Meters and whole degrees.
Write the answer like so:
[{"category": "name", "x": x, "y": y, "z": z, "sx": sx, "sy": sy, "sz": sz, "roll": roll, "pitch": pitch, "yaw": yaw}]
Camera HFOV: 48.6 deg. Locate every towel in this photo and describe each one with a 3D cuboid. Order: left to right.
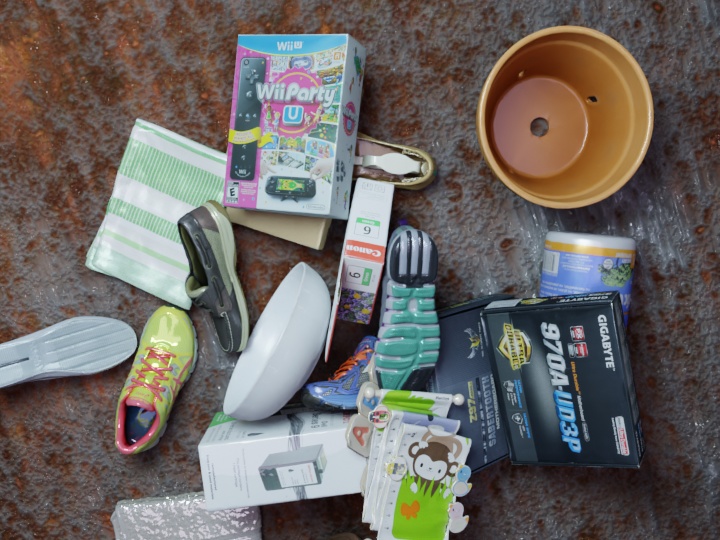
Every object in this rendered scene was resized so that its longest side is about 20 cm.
[{"category": "towel", "x": -0.252, "y": -0.072, "z": 1.008, "sx": 0.151, "sy": 0.023, "sz": 0.202, "roll": 22, "pitch": 96, "yaw": 6}, {"category": "towel", "x": -0.225, "y": 0.360, "z": 1.056, "sx": 0.197, "sy": 0.034, "sz": 0.134, "roll": -8, "pitch": 96, "yaw": 0}]

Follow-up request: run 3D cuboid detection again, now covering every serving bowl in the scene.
[{"category": "serving bowl", "x": -0.089, "y": 0.093, "z": 0.954, "sx": 0.065, "sy": 0.200, "sz": 0.202, "roll": 29, "pitch": 95, "yaw": -12}]

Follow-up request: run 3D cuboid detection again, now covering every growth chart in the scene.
[{"category": "growth chart", "x": 0.066, "y": 0.231, "z": 0.910, "sx": 0.143, "sy": 0.018, "sz": 0.203, "roll": 1, "pitch": 93, "yaw": -20}]

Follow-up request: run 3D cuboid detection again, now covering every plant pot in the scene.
[{"category": "plant pot", "x": 0.230, "y": -0.176, "z": 0.958, "sx": 0.197, "sy": 0.140, "sz": 0.203, "roll": 0, "pitch": 95, "yaw": 0}]

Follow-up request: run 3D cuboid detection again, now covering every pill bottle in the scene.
[{"category": "pill bottle", "x": 0.276, "y": 0.056, "z": 0.995, "sx": 0.111, "sy": 0.112, "sz": 0.203, "roll": 4, "pitch": 96, "yaw": -1}]

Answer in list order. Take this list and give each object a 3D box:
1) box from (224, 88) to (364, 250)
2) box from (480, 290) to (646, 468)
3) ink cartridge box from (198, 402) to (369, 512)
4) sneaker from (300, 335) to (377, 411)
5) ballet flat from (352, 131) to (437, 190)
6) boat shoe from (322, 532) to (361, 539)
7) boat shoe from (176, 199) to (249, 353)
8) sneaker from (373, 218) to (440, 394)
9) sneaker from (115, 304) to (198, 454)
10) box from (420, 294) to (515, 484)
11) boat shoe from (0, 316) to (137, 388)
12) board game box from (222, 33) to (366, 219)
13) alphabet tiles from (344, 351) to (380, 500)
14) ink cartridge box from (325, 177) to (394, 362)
[{"category": "box", "x": -0.094, "y": -0.144, "z": 0.986, "sx": 0.162, "sy": 0.021, "sz": 0.202, "roll": 17, "pitch": 96, "yaw": 21}, {"category": "box", "x": 0.237, "y": 0.130, "z": 0.938, "sx": 0.157, "sy": 0.046, "sz": 0.202, "roll": -6, "pitch": 103, "yaw": 31}, {"category": "ink cartridge box", "x": -0.087, "y": 0.222, "z": 0.989, "sx": 0.197, "sy": 0.146, "sz": 0.085, "roll": -7, "pitch": 96, "yaw": -1}, {"category": "sneaker", "x": 0.004, "y": 0.123, "z": 0.987, "sx": 0.199, "sy": 0.075, "sz": 0.079, "roll": -13, "pitch": 86, "yaw": -42}, {"category": "ballet flat", "x": 0.000, "y": -0.143, "z": 0.996, "sx": 0.197, "sy": 0.063, "sz": 0.070, "roll": 6, "pitch": 95, "yaw": -1}, {"category": "boat shoe", "x": -0.066, "y": 0.431, "z": 1.056, "sx": 0.202, "sy": 0.075, "sz": 0.075, "roll": -39, "pitch": 118, "yaw": 2}, {"category": "boat shoe", "x": -0.185, "y": 0.015, "z": 0.979, "sx": 0.066, "sy": 0.071, "sz": 0.203, "roll": -22, "pitch": 121, "yaw": -32}, {"category": "sneaker", "x": 0.053, "y": 0.045, "z": 0.915, "sx": 0.073, "sy": 0.088, "sz": 0.203, "roll": 5, "pitch": 107, "yaw": -7}, {"category": "sneaker", "x": -0.260, "y": 0.143, "z": 1.006, "sx": 0.077, "sy": 0.090, "sz": 0.202, "roll": 15, "pitch": 94, "yaw": -1}, {"category": "box", "x": 0.136, "y": 0.141, "z": 0.990, "sx": 0.156, "sy": 0.051, "sz": 0.203, "roll": -11, "pitch": 96, "yaw": -39}, {"category": "boat shoe", "x": -0.388, "y": 0.100, "z": 1.013, "sx": 0.198, "sy": 0.067, "sz": 0.075, "roll": -8, "pitch": 91, "yaw": -22}, {"category": "board game box", "x": -0.079, "y": -0.168, "z": 0.935, "sx": 0.146, "sy": 0.064, "sz": 0.203, "roll": 6, "pitch": 90, "yaw": 23}, {"category": "alphabet tiles", "x": 0.062, "y": 0.189, "z": 0.966, "sx": 0.195, "sy": 0.014, "sz": 0.202, "roll": 39, "pitch": 62, "yaw": -37}, {"category": "ink cartridge box", "x": 0.000, "y": 0.000, "z": 0.932, "sx": 0.050, "sy": 0.201, "sz": 0.110, "roll": 10, "pitch": 137, "yaw": -2}]
